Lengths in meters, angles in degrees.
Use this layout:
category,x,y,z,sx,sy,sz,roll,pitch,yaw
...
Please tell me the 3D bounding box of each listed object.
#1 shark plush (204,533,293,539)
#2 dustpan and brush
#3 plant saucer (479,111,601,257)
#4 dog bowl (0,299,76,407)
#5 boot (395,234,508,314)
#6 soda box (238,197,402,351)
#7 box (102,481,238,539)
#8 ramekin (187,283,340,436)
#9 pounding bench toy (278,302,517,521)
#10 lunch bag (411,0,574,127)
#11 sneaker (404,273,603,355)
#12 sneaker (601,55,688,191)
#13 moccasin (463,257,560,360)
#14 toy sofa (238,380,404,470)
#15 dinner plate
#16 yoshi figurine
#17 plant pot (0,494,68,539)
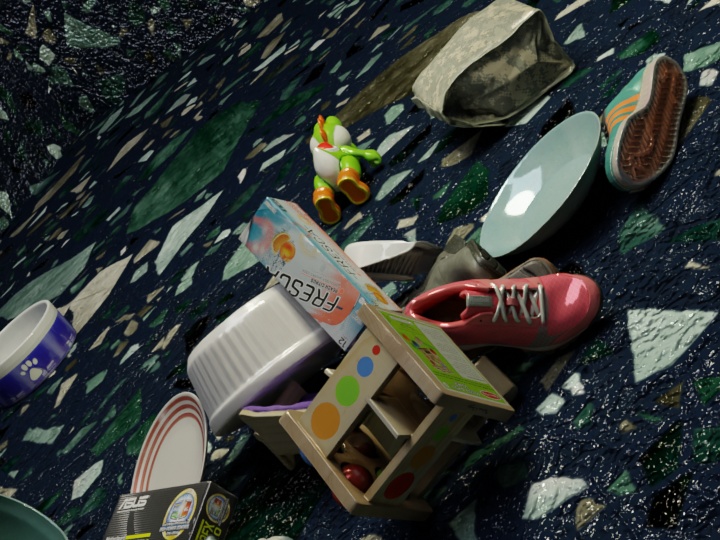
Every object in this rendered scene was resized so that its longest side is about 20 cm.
category,x,y,z,sx,sy,sz,roll,pitch,yaw
shark plush,-0.126,0.337,1.363,0.082,0.092,0.201,2,33,18
dustpan and brush,0.000,0.000,1.676,0.197,0.139,0.058,1,84,21
plant saucer,0.213,-0.087,1.586,0.201,0.039,0.202,-48,16,19
dog bowl,-0.621,0.153,2.591,0.199,0.079,0.201,-36,21,16
boot,0.096,0.032,1.564,0.131,0.068,0.200,-48,9,-2
soda box,-0.046,0.005,1.598,0.064,0.200,0.068,-53,-26,15
box,-0.230,0.322,1.553,0.199,0.044,0.162,-17,47,49
ramekin,-0.113,0.097,1.650,0.201,0.095,0.202,-37,-8,-6
pounding bench toy,0.049,0.146,1.314,0.157,0.199,0.124,-53,54,14
lunch bag,0.172,-0.273,1.944,0.199,0.118,0.164,-37,22,0
sneaker,0.135,0.042,1.362,0.197,0.087,0.075,-10,73,18
sneaker,0.302,-0.149,1.549,0.080,0.071,0.201,-36,18,48
moccasin,0.121,0.054,1.456,0.200,0.078,0.074,-35,65,9
toy sofa,-0.035,0.152,1.512,0.199,0.098,0.083,-13,35,54
dinner plate,-0.226,0.247,1.693,0.200,0.024,0.202,-40,39,43
yoshi figurine,-0.029,-0.154,2.147,0.201,0.111,0.113,-99,18,-50
plant pot,-0.482,0.382,1.771,0.136,0.198,0.200,-66,17,11
